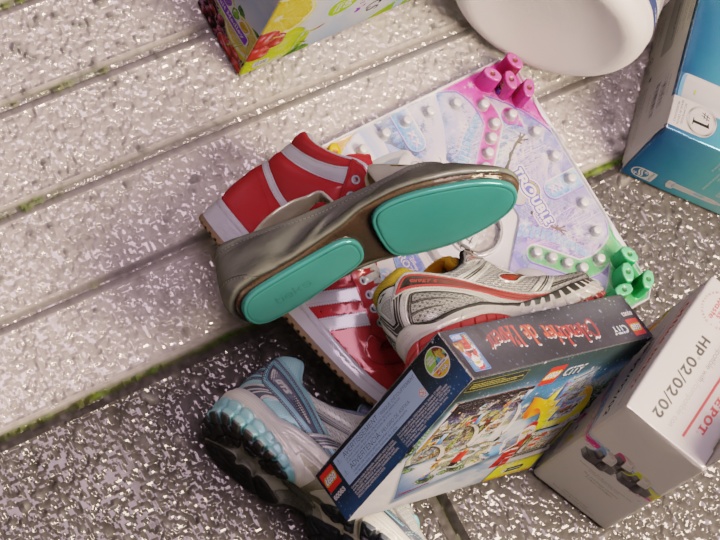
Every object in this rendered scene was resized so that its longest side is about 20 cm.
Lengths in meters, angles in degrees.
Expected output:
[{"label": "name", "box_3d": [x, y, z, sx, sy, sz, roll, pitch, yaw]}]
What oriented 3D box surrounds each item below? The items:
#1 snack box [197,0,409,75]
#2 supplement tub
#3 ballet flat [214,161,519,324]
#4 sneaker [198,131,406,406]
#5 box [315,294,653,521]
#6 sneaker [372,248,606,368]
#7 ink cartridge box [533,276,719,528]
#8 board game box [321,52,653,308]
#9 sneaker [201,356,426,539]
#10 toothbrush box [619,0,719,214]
[{"label": "snack box", "box_3d": [-0.003, -0.225, 1.582, 0.168, 0.200, 0.068, -26, 80, -25]}, {"label": "supplement tub", "box_3d": [0.161, -0.254, 1.679, 0.144, 0.145, 0.201, 26, 64, -7]}, {"label": "ballet flat", "box_3d": [0.000, -0.034, 1.488, 0.199, 0.068, 0.064, -24, 53, 2]}, {"label": "sneaker", "box_3d": [0.000, 0.000, 1.549, 0.112, 0.071, 0.200, -44, 84, 2]}, {"label": "box", "box_3d": [0.080, 0.083, 1.486, 0.199, 0.137, 0.038, -9, 55, -51]}, {"label": "sneaker", "box_3d": [0.086, 0.019, 1.533, 0.199, 0.078, 0.082, -7, 54, -53]}, {"label": "ink cartridge box", "box_3d": [0.199, 0.081, 1.535, 0.068, 0.200, 0.115, 38, 63, -3]}, {"label": "board game box", "box_3d": [0.078, -0.029, 1.634, 0.199, 0.026, 0.201, -27, 80, -25]}, {"label": "sneaker", "box_3d": [-0.001, 0.131, 1.521, 0.200, 0.078, 0.086, 42, 60, 0]}, {"label": "toothbrush box", "box_3d": [0.303, -0.109, 1.706, 0.199, 0.085, 0.147, 24, 65, -10]}]
